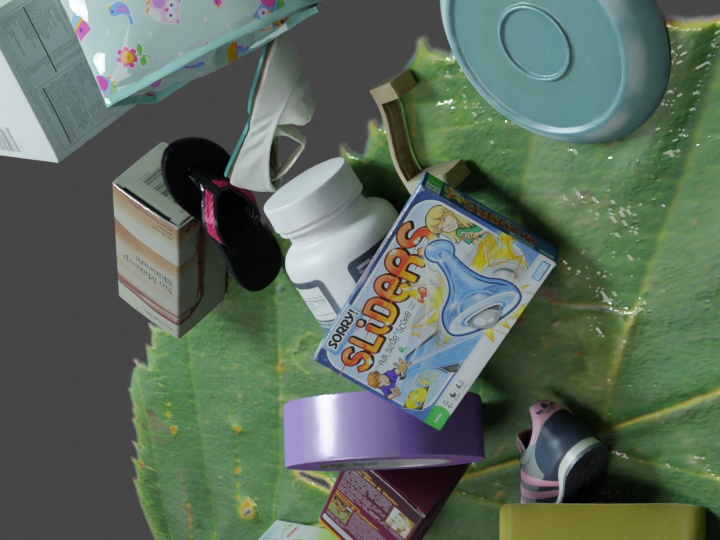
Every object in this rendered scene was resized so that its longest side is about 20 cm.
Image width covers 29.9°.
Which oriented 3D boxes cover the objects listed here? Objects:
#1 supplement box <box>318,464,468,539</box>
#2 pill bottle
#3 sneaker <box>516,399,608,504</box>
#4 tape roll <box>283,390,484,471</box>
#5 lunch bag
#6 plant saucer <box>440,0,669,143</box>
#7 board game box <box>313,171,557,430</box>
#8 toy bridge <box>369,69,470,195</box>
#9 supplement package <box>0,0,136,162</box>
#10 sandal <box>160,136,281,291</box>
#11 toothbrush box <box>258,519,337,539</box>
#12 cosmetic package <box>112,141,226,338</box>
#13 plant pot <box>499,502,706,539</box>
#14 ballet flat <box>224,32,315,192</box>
[{"bbox_3d":[0.033,0.256,1.538,0.110,0.086,0.200,39,147,12],"label":"supplement box"},{"bbox_3d":[0.000,0.000,1.267,0.119,0.120,0.200,-9,119,52],"label":"pill bottle"},{"bbox_3d":[0.186,0.200,1.336,0.082,0.070,0.200,50,149,27],"label":"sneaker"},{"bbox_3d":[0.023,0.162,1.349,0.200,0.200,0.066,-18,70,55],"label":"tape roll"},{"bbox_3d":[-0.147,-0.252,1.129,0.200,0.122,0.171,-26,91,18],"label":"lunch bag"},{"bbox_3d":[0.136,-0.175,1.009,0.200,0.027,0.200,30,143,25],"label":"plant saucer"},{"bbox_3d":[0.064,0.030,1.185,0.135,0.034,0.200,29,116,-4],"label":"board game box"},{"bbox_3d":[0.067,-0.081,1.188,0.067,0.027,0.200,-10,118,56],"label":"toy bridge"},{"bbox_3d":[-0.287,-0.222,1.279,0.152,0.200,0.151,11,134,43],"label":"supplement package"},{"bbox_3d":[-0.135,-0.058,1.401,0.045,0.075,0.200,27,154,55],"label":"sandal"},{"bbox_3d":[-0.079,0.420,1.789,0.200,0.146,0.086,-4,123,51],"label":"toothbrush box"},{"bbox_3d":[-0.212,-0.031,1.506,0.103,0.087,0.200,33,145,19],"label":"cosmetic package"},{"bbox_3d":[0.228,0.358,1.258,0.194,0.200,0.196,-3,130,15],"label":"plant pot"},{"bbox_3d":[-0.076,-0.143,1.258,0.069,0.069,0.200,39,142,11],"label":"ballet flat"}]
